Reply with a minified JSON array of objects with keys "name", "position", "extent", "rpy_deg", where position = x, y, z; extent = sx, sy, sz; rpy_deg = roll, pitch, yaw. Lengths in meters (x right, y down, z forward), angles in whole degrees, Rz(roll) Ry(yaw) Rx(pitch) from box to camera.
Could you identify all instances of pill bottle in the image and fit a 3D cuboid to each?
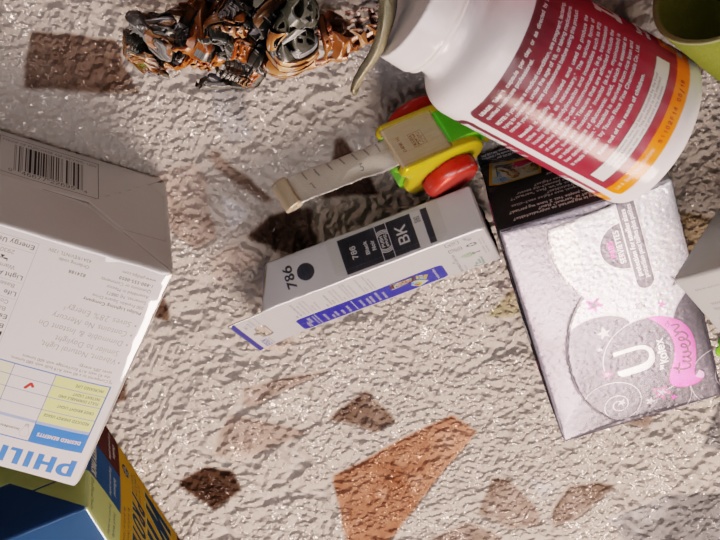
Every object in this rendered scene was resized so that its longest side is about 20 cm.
[{"name":"pill bottle","position":[0.117,-0.134,1.271],"extent":[0.199,0.113,0.113],"rpy_deg":[26,116,-19]}]

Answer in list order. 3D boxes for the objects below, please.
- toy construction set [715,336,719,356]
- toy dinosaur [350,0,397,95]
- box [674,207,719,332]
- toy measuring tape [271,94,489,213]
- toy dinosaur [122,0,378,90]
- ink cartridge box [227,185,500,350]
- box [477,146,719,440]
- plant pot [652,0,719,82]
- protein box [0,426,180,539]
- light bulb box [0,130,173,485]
[{"name":"toy construction set","position":[0.313,0.074,1.444],"extent":[0.092,0.200,0.132],"rpy_deg":[12,116,13]},{"name":"toy dinosaur","position":[0.015,-0.216,1.219],"extent":[0.047,0.088,0.201],"rpy_deg":[10,85,11]},{"name":"box","position":[0.335,0.032,1.314],"extent":[0.200,0.098,0.124],"rpy_deg":[47,148,-16]},{"name":"toy measuring tape","position":[0.020,-0.073,1.351],"extent":[0.199,0.074,0.074],"rpy_deg":[-25,128,-27]},{"name":"toy dinosaur","position":[-0.059,-0.178,1.300],"extent":[0.199,0.102,0.136],"rpy_deg":[-20,143,-25]},{"name":"ink cartridge box","position":[0.000,0.000,1.407],"extent":[0.199,0.039,0.099],"rpy_deg":[-22,165,5]},{"name":"box","position":[0.179,0.005,1.417],"extent":[0.132,0.115,0.201],"rpy_deg":[-17,124,4]},{"name":"plant pot","position":[0.329,-0.157,1.282],"extent":[0.187,0.187,0.200],"rpy_deg":[-39,117,18]},{"name":"protein box","position":[-0.254,0.247,1.509],"extent":[0.198,0.135,0.200],"rpy_deg":[-23,123,8]},{"name":"light bulb box","position":[-0.259,0.020,1.366],"extent":[0.198,0.125,0.200],"rpy_deg":[17,120,-18]}]
